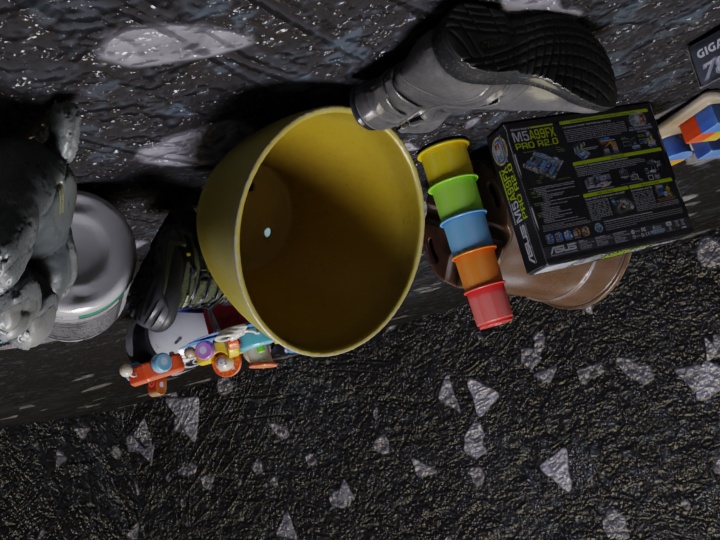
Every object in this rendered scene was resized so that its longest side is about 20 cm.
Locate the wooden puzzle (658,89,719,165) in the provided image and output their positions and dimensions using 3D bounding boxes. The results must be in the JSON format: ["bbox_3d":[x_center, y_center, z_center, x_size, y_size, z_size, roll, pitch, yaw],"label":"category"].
[{"bbox_3d":[0.457,-0.181,0.989,0.184,0.047,0.200,-11,170,-24],"label":"wooden puzzle"}]

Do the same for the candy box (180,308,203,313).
[{"bbox_3d":[-0.148,0.002,1.023,0.168,0.078,0.200,-17,169,17],"label":"candy box"}]

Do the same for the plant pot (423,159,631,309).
[{"bbox_3d":[0.196,-0.050,0.944,0.197,0.202,0.200,1,163,-36],"label":"plant pot"}]

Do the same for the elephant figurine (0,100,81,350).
[{"bbox_3d":[-0.299,-0.027,0.497,0.198,0.156,0.142,10,132,1],"label":"elephant figurine"}]

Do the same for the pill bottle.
[{"bbox_3d":[-0.279,0.006,0.732,0.112,0.114,0.200,-11,169,-23],"label":"pill bottle"}]

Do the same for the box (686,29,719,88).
[{"bbox_3d":[0.440,-0.227,0.688,0.197,0.050,0.200,-8,169,-32],"label":"box"}]

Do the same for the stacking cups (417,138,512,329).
[{"bbox_3d":[0.114,-0.037,0.820,0.060,0.202,0.061,-14,173,-2],"label":"stacking cups"}]

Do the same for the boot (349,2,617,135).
[{"bbox_3d":[0.099,-0.148,0.607,0.199,0.070,0.131,5,164,-34],"label":"boot"}]

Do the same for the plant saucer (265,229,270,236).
[{"bbox_3d":[-0.043,-0.056,0.841,0.198,0.036,0.200,-4,154,-2],"label":"plant saucer"}]

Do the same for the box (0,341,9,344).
[{"bbox_3d":[-0.471,0.061,0.952,0.198,0.046,0.159,-15,171,2],"label":"box"}]

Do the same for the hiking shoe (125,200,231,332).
[{"bbox_3d":[-0.152,0.001,0.717,0.076,0.100,0.200,-55,-163,22],"label":"hiking shoe"}]

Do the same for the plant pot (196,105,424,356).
[{"bbox_3d":[-0.062,-0.041,0.660,0.199,0.202,0.141,-6,-166,-42],"label":"plant pot"}]

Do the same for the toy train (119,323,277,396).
[{"bbox_3d":[-0.175,0.107,0.886,0.199,0.056,0.150,-20,175,35],"label":"toy train"}]

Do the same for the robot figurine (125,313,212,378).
[{"bbox_3d":[-0.312,0.113,1.260,0.124,0.152,0.200,8,159,-34],"label":"robot figurine"}]

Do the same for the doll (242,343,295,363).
[{"bbox_3d":[-0.096,0.089,1.100,0.136,0.049,0.199,10,-158,35],"label":"doll"}]

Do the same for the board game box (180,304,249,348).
[{"bbox_3d":[-0.153,0.055,0.986,0.157,0.039,0.200,-16,176,-25],"label":"board game box"}]

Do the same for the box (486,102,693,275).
[{"bbox_3d":[0.255,-0.093,0.841,0.198,0.162,0.044,-12,169,-20],"label":"box"}]
